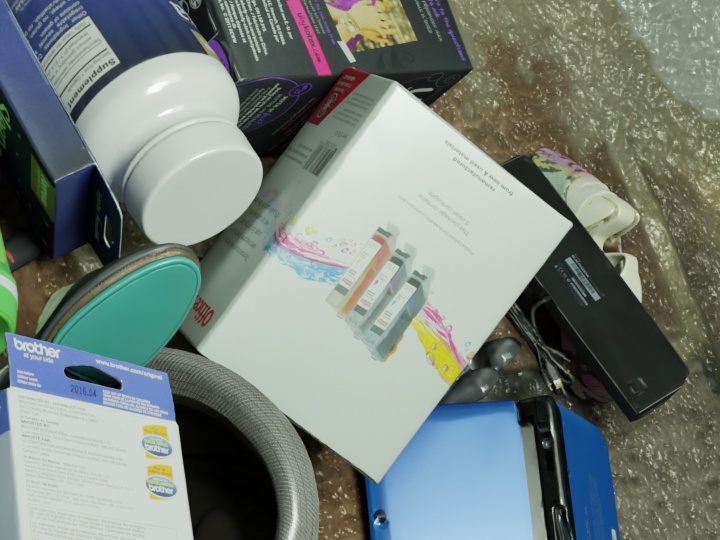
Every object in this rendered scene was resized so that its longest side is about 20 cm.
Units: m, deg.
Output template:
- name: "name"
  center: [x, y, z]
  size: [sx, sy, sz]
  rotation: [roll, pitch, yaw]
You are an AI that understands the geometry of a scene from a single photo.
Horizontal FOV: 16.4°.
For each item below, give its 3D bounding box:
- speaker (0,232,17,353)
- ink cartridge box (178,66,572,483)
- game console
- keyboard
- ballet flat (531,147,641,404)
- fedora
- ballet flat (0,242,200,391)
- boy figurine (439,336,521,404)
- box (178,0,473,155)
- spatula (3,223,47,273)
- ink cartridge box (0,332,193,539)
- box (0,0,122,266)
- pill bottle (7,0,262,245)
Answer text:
- name: "speaker"
  center: [-0.252, -0.042, 1.436]
  size: [0.088, 0.088, 0.200]
  rotation: [7, 51, -35]
- name: "ink cartridge box"
  center: [0.000, 0.000, 1.527]
  size: [0.145, 0.145, 0.200]
  rotation: [38, 90, -15]
- name: "game console"
  center: [0.093, 0.192, 1.629]
  size: [0.171, 0.118, 0.201]
  rotation: [33, 49, -61]
- name: "keyboard"
  center: [0.131, 0.018, 1.687]
  size: [0.127, 0.021, 0.200]
  rotation: [-25, 74, -45]
- name: "ballet flat"
  center: [0.168, -0.005, 1.769]
  size: [0.069, 0.071, 0.201]
  rotation: [11, 60, -35]
- name: "fedora"
  center: [-0.099, 0.145, 1.441]
  size: [0.177, 0.200, 0.090]
  rotation: [-60, 151, -3]
- name: "ballet flat"
  center: [-0.170, 0.052, 1.414]
  size: [0.073, 0.200, 0.073]
  rotation: [37, 9, -7]
- name: "boy figurine"
  center: [0.018, -0.001, 1.658]
  size: [0.200, 0.064, 0.124]
  rotation: [51, 49, -8]
- name: "box"
  center: [-0.047, -0.147, 1.645]
  size: [0.200, 0.122, 0.106]
  rotation: [-6, 69, -40]
- name: "spatula"
  center: [-0.229, 0.006, 1.489]
  size: [0.057, 0.021, 0.200]
  rotation: [51, 46, 2]
- name: "ink cartridge box"
  center: [-0.145, 0.139, 1.337]
  size: [0.119, 0.042, 0.200]
  rotation: [16, 56, -40]
- name: "box"
  center: [-0.199, -0.088, 1.480]
  size: [0.032, 0.121, 0.200]
  rotation: [-27, 74, -17]
- name: "pill bottle"
  center: [-0.142, -0.112, 1.520]
  size: [0.111, 0.111, 0.200]
  rotation: [-7, 50, -40]
